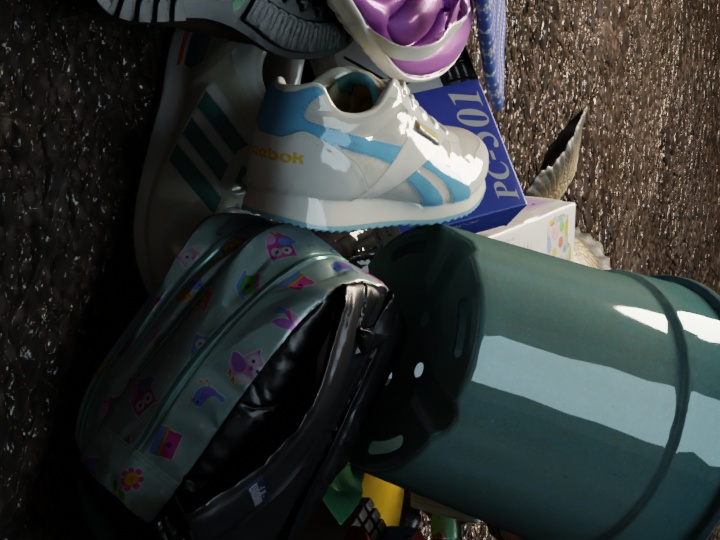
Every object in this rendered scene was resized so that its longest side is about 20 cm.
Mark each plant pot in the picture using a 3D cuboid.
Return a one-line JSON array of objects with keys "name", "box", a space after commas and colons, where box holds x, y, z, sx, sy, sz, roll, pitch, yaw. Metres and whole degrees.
[{"name": "plant pot", "box": [0.097, 0.071, 0.967, 0.195, 0.200, 0.202, 21, 72, -31]}]

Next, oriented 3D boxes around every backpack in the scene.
[{"name": "backpack", "box": [-0.068, 0.071, 0.878, 0.201, 0.126, 0.167, -58, 158, -2]}]

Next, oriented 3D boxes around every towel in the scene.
[{"name": "towel", "box": [0.086, -0.219, 1.026, 0.200, 0.024, 0.146, 74, 18, -58]}]

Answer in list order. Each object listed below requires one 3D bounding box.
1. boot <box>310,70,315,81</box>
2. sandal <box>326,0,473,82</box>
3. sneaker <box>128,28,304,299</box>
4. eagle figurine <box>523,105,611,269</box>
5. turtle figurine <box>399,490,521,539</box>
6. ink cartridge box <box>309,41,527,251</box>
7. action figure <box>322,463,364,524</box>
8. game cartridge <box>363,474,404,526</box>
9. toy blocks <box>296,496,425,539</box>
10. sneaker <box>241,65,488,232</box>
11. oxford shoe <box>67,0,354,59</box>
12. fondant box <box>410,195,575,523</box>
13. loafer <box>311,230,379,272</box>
[{"name": "boot", "box": [0.020, -0.099, 1.144, 0.201, 0.076, 0.156, 70, 36, -46]}, {"name": "sandal", "box": [0.031, -0.153, 0.911, 0.202, 0.049, 0.083, 15, 91, -64]}, {"name": "sneaker", "box": [-0.071, -0.063, 0.932, 0.070, 0.093, 0.202, 30, 66, -62]}, {"name": "eagle figurine", "box": [0.135, -0.034, 1.319, 0.152, 0.199, 0.152, 61, -23, 20]}, {"name": "turtle figurine", "box": [0.073, 0.181, 1.250, 0.101, 0.149, 0.200, 54, 3, -28]}, {"name": "ink cartridge box", "box": [0.027, -0.116, 1.042, 0.201, 0.093, 0.044, 70, -22, 12]}, {"name": "action figure", "box": [-0.005, 0.085, 1.058, 0.119, 0.054, 0.200, 61, 19, 3]}, {"name": "game cartridge", "box": [-0.010, 0.125, 1.166, 0.176, 0.032, 0.202, 40, 55, -60]}, {"name": "toy blocks", "box": [-0.025, 0.208, 0.979, 0.200, 0.136, 0.100, -51, 124, -38]}, {"name": "sneaker", "box": [0.014, -0.072, 0.914, 0.199, 0.076, 0.082, -12, 114, -55]}, {"name": "oxford shoe", "box": [-0.082, -0.160, 0.869, 0.199, 0.084, 0.073, 7, 95, -42]}, {"name": "fondant box", "box": [0.095, 0.058, 1.138, 0.144, 0.058, 0.202, -20, 116, -56]}, {"name": "loafer", "box": [0.000, 0.000, 1.082, 0.200, 0.070, 0.068, -31, 154, -47]}]
